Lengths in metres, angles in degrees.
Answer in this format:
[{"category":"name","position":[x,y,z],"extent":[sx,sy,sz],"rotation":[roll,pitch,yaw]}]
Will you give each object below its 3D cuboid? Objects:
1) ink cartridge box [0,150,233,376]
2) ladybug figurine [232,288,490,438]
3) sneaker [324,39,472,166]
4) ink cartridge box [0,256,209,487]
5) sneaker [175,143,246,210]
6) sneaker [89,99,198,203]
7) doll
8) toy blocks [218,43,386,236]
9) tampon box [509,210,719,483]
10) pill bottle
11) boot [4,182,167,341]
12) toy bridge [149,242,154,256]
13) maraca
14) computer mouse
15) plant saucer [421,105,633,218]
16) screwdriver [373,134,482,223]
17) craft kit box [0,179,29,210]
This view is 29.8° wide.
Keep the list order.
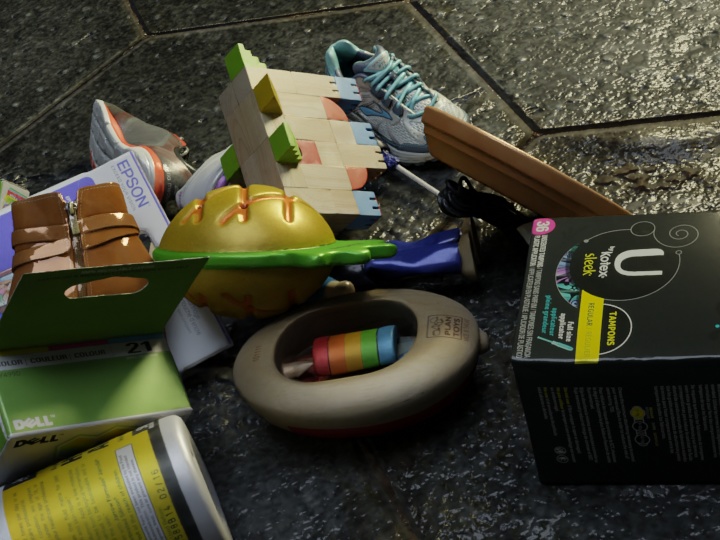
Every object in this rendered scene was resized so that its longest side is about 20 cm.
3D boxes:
[{"category":"ink cartridge box","position":[-0.237,0.028,1.137],"extent":[0.200,0.043,0.198],"rotation":[-26,78,-10]},{"category":"ladybug figurine","position":[0.003,0.077,1.045],"extent":[0.199,0.072,0.136],"rotation":[-7,39,14]},{"category":"sneaker","position":[0.027,-0.168,1.318],"extent":[0.078,0.086,0.200],"rotation":[-38,42,-23]},{"category":"ink cartridge box","position":[-0.195,0.080,0.974],"extent":[0.148,0.200,0.076],"rotation":[-5,58,-35]},{"category":"sneaker","position":[-0.098,-0.113,1.311],"extent":[0.099,0.075,0.200],"rotation":[0,31,49]},{"category":"sneaker","position":[-0.220,-0.116,1.386],"extent":[0.082,0.077,0.200],"rotation":[-5,32,-29]},{"category":"doll","position":[0.000,0.000,1.152],"extent":[0.199,0.049,0.136],"rotation":[-11,18,13]},{"category":"toy blocks","position":[-0.041,-0.103,1.228],"extent":[0.136,0.100,0.200],"rotation":[1,61,-38]},{"category":"tampon box","position":[0.220,0.052,0.946],"extent":[0.199,0.126,0.150],"rotation":[-3,41,18]},{"category":"pill bottle","position":[-0.200,0.190,0.958],"extent":[0.200,0.111,0.111],"rotation":[-23,39,-6]},{"category":"boot","position":[-0.259,0.017,1.072],"extent":[0.200,0.077,0.156],"rotation":[-15,81,-13]},{"category":"toy bridge","position":[-0.184,0.003,1.244],"extent":[0.199,0.027,0.067],"rotation":[-11,39,9]},{"category":"maraca","position":[-0.071,-0.015,1.073],"extent":[0.200,0.107,0.137],"rotation":[1,10,28]},{"category":"computer mouse","position":[0.158,-0.011,1.087],"extent":[0.200,0.110,0.044],"rotation":[33,96,35]},{"category":"plant saucer","position":[0.134,-0.073,1.108],"extent":[0.200,0.200,0.038],"rotation":[33,96,44]},{"category":"screwdriver","position":[0.044,-0.092,1.261],"extent":[0.028,0.029,0.200],"rotation":[-45,46,-9]},{"category":"craft kit box","position":[-0.403,0.017,1.214],"extent":[0.197,0.048,0.201],"rotation":[3,79,26]}]
